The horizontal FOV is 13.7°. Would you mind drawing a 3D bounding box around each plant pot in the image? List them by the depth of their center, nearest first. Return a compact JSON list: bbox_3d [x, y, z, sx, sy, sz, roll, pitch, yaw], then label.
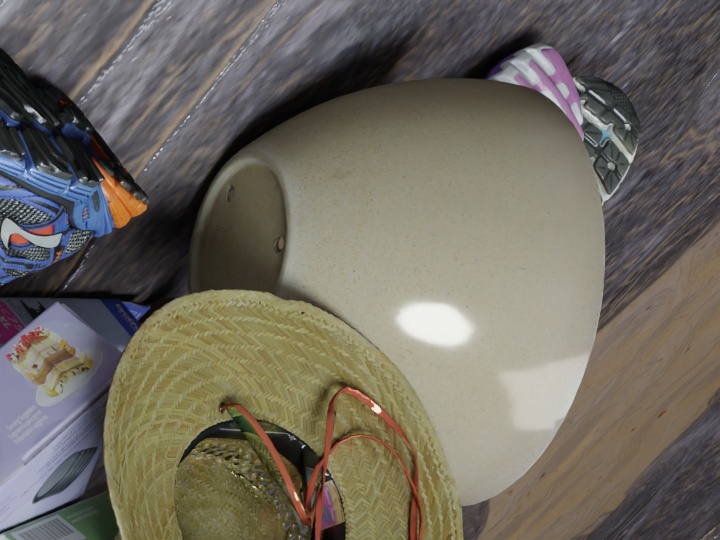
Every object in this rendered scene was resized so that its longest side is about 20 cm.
[{"bbox_3d":[0.000,0.000,1.376,0.134,0.201,0.201,11,131,-32],"label":"plant pot"}]

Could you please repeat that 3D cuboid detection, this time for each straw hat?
[{"bbox_3d":[-0.054,0.109,1.259,0.085,0.202,0.201,-28,179,40],"label":"straw hat"}]

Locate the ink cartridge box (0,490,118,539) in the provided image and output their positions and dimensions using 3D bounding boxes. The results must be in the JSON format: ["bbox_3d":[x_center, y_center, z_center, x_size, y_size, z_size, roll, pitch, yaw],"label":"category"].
[{"bbox_3d":[-0.166,0.193,1.294,0.200,0.048,0.145,-54,170,13],"label":"ink cartridge box"}]

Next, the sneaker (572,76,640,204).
[{"bbox_3d":[0.070,-0.036,1.679,0.200,0.078,0.090,-41,-176,3],"label":"sneaker"}]

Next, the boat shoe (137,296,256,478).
[{"bbox_3d":[-0.085,0.114,1.464,0.071,0.201,0.065,-3,178,3],"label":"boat shoe"}]

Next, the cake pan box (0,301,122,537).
[{"bbox_3d":[-0.190,0.128,1.240,0.200,0.052,0.185,-43,165,-36],"label":"cake pan box"}]

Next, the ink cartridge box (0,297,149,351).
[{"bbox_3d":[-0.164,0.065,1.352,0.119,0.042,0.200,-47,167,14],"label":"ink cartridge box"}]

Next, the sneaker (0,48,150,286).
[{"bbox_3d":[-0.137,-0.030,1.097,0.078,0.075,0.200,-41,164,3],"label":"sneaker"}]

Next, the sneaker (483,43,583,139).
[{"bbox_3d":[0.043,-0.040,1.557,0.088,0.081,0.201,1,-132,45],"label":"sneaker"}]
